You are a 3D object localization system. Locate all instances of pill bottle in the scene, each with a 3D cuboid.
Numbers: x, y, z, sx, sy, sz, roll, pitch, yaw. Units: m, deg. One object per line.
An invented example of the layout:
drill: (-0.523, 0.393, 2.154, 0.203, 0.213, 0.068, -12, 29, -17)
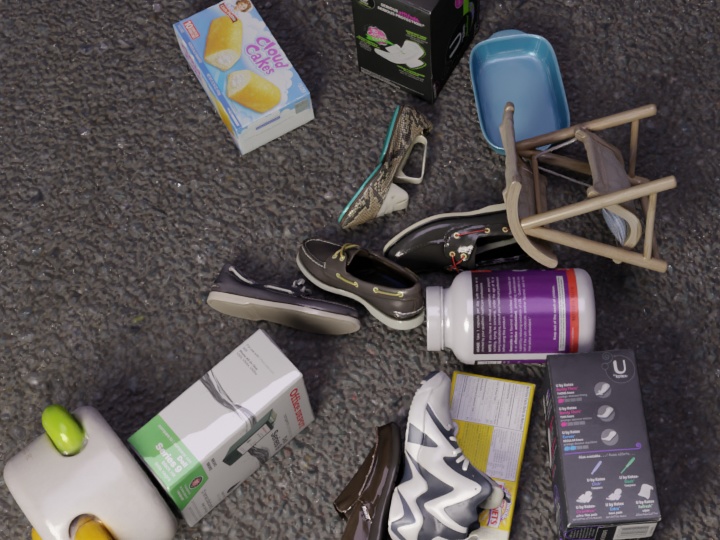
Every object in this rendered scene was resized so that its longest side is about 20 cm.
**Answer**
pill bottle: (0.178, 0.055, 1.537, 0.197, 0.113, 0.114, -1, 63, 3)

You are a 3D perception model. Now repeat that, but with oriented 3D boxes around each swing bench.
swing bench: (0.269, -0.105, 1.563, 0.197, 0.131, 0.200, 0, 35, 5)

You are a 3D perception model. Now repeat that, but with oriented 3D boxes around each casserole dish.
casserole dish: (0.212, -0.232, 1.719, 0.120, 0.039, 0.202, -8, 63, 0)

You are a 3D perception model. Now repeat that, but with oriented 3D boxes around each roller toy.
roller toy: (-0.304, 0.261, 1.428, 0.139, 0.183, 0.200, -37, 74, -14)

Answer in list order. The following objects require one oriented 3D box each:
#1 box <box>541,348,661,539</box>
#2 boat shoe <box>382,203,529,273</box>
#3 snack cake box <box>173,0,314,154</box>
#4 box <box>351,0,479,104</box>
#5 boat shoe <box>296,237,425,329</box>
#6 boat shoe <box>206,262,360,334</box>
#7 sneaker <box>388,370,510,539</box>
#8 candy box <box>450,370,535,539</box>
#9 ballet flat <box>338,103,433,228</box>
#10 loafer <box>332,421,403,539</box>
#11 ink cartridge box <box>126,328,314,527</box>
box: (0.269, 0.205, 1.451, 0.105, 0.123, 0.202, -4, 64, 2)
boat shoe: (0.128, -0.032, 1.605, 0.199, 0.074, 0.064, -13, 55, -7)
snack cake box: (-0.159, -0.271, 1.747, 0.114, 0.067, 0.201, -28, 65, -9)
box: (0.076, -0.352, 1.696, 0.123, 0.200, 0.149, 26, 68, 15)
boat shoe: (0.000, 0.000, 1.580, 0.200, 0.061, 0.071, 29, 44, 32)
boat shoe: (-0.091, 0.032, 1.590, 0.198, 0.073, 0.063, 10, 67, 14)
sneaker: (0.113, 0.219, 1.451, 0.128, 0.080, 0.201, 9, 65, 12)
candy box: (0.140, 0.221, 1.505, 0.101, 0.026, 0.202, 10, 65, 9)
ballet flat: (0.044, -0.127, 1.668, 0.075, 0.068, 0.201, 27, 65, -1)
loafer: (0.003, 0.265, 1.466, 0.071, 0.073, 0.202, 10, 64, 8)
ink cartridge box: (-0.156, 0.182, 1.478, 0.200, 0.146, 0.084, -40, 67, -15)
